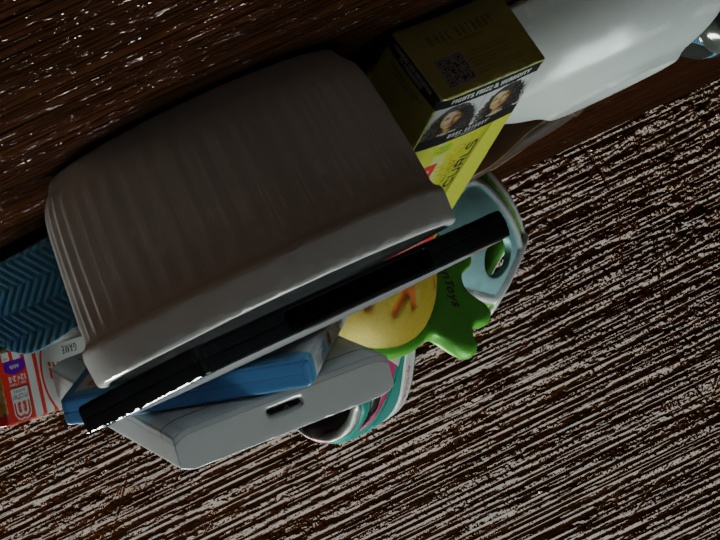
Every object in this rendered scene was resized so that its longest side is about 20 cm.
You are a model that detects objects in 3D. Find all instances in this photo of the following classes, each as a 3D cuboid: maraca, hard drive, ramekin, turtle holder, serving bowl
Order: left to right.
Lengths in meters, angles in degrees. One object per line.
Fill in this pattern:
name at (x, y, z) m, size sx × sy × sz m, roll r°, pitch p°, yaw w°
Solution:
hard drive at (-0.083, 0.061, 1.542) m, size 0.132 × 0.027 × 0.200 m, roll -21°, pitch -163°, yaw -21°
ramekin at (-0.063, -0.029, 1.351) m, size 0.200 × 0.105 × 0.200 m, roll -25°, pitch 178°, yaw -1°
maraca at (0.000, 0.000, 1.716) m, size 0.199 × 0.138 × 0.107 m, roll 8°, pitch 144°, yaw -38°
turtle holder at (0.039, -0.009, 1.917) m, size 0.141 × 0.131 × 0.186 m, roll -45°, pitch -160°, yaw 50°
serving bowl at (0.137, -0.137, 1.617) m, size 0.200 × 0.066 × 0.200 m, roll -25°, pitch 179°, yaw -1°

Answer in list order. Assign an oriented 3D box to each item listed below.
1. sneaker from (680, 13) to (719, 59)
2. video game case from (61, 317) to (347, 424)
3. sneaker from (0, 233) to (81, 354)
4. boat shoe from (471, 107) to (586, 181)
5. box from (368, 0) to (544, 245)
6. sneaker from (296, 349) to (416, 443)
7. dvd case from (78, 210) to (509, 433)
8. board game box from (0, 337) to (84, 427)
sneaker at (0.273, -0.195, 1.990) m, size 0.082 × 0.074 × 0.200 m, roll -7°, pitch -178°, yaw 32°
video game case at (-0.077, 0.034, 1.545) m, size 0.143 × 0.018 × 0.200 m, roll -10°, pitch -163°, yaw 13°
sneaker at (-0.124, -0.016, 1.562) m, size 0.199 × 0.077 × 0.081 m, roll -19°, pitch -172°, yaw 23°
boat shoe at (0.082, -0.100, 1.800) m, size 0.199 × 0.071 × 0.070 m, roll -25°, pitch 174°, yaw -18°
box at (0.029, -0.069, 1.483) m, size 0.075 × 0.050 × 0.200 m, roll -24°, pitch 161°, yaw -30°
sneaker at (-0.017, 0.033, 1.806) m, size 0.083 × 0.201 × 0.121 m, roll 14°, pitch -151°, yaw 24°
dvd case at (-0.034, 0.027, 1.386) m, size 0.200 × 0.018 × 0.143 m, roll -24°, pitch 179°, yaw -33°
board game box at (-0.256, 0.072, 1.686) m, size 0.199 × 0.046 × 0.151 m, roll -9°, pitch -176°, yaw 31°
